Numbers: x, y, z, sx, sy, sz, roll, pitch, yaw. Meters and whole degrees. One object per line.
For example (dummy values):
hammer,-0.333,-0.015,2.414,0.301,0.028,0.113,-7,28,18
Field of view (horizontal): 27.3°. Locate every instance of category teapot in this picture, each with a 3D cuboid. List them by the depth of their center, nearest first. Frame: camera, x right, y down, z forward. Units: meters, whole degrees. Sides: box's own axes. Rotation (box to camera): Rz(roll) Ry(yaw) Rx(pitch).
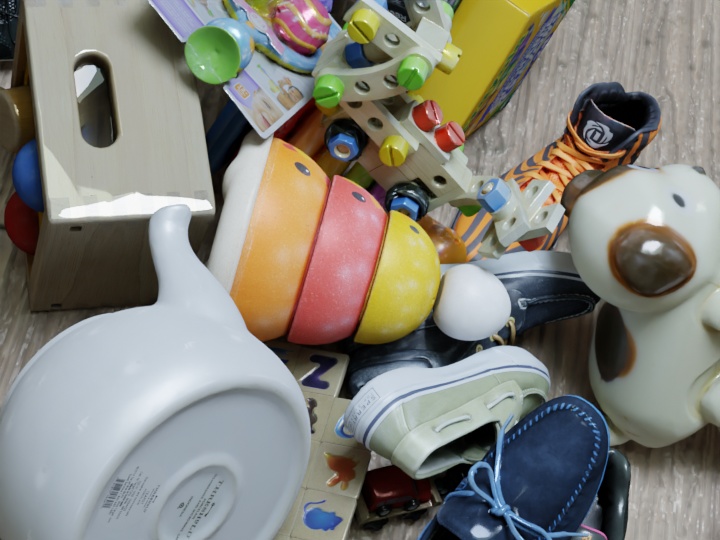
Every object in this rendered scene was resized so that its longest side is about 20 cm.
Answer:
teapot,-0.137,0.100,0.848,0.200,0.198,0.146,-33,47,-29

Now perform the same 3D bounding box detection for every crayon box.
crayon box,0.089,-0.158,1.062,0.052,0.126,0.200,37,30,8

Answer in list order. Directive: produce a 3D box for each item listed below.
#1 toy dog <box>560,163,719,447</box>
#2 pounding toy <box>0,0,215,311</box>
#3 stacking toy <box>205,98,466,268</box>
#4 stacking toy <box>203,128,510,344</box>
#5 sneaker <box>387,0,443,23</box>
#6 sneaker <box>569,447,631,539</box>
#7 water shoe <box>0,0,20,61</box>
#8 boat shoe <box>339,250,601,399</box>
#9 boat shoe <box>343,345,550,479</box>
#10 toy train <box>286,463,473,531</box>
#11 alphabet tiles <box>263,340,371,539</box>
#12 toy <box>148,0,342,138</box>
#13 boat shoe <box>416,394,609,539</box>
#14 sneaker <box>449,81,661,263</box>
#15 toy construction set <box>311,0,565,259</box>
toy dog,0.200,0.012,0.989,0.193,0.200,0.140,-22,39,4
pounding toy,-0.192,-0.089,0.970,0.142,0.184,0.201,-4,70,-18
stacking toy,-0.006,-0.064,1.044,0.200,0.110,0.116,38,35,-2
stacking toy,0.000,0.000,0.953,0.199,0.146,0.146,15,58,-6
sneaker,0.037,-0.202,1.091,0.074,0.200,0.089,40,99,30
sneaker,0.122,0.193,0.934,0.080,0.086,0.200,19,58,-2
water shoe,-0.286,-0.178,1.029,0.199,0.079,0.072,-3,101,-6
boat shoe,0.080,0.044,1.024,0.200,0.071,0.091,-4,62,-10
boat shoe,0.067,0.096,0.944,0.200,0.072,0.062,-6,48,-52
toy train,0.018,0.145,0.957,0.199,0.046,0.034,-8,63,-20
alphabet tiles,-0.080,0.128,0.929,0.166,0.006,0.200,9,56,14
toy,-0.053,-0.168,0.962,0.115,0.047,0.200,50,31,-7
boat shoe,0.079,0.164,0.886,0.084,0.069,0.200,35,99,21
sneaker,0.143,-0.075,1.080,0.078,0.112,0.200,42,60,11
toy construction set,0.045,-0.093,0.947,0.200,0.131,0.092,54,38,-12
